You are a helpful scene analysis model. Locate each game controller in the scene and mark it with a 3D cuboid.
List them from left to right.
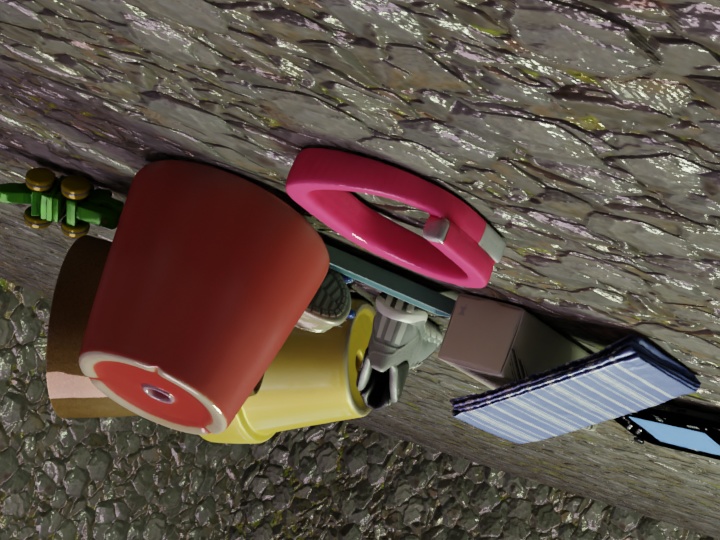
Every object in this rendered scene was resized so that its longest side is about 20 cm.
[{"bbox_3d":[0.348,0.172,1.653,0.104,0.043,0.199,27,169,-35],"label":"game controller"}]

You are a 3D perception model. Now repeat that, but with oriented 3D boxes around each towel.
[{"bbox_3d":[0.199,0.114,1.423,0.199,0.024,0.144,-21,151,29],"label":"towel"}]

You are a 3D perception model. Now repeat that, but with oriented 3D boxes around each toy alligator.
[{"bbox_3d":[-0.287,-0.071,1.613,0.198,0.060,0.054,13,-145,5],"label":"toy alligator"}]

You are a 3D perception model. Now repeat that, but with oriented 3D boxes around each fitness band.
[{"bbox_3d":[0.026,-0.036,1.146,0.142,0.038,0.200,16,169,29],"label":"fitness band"}]

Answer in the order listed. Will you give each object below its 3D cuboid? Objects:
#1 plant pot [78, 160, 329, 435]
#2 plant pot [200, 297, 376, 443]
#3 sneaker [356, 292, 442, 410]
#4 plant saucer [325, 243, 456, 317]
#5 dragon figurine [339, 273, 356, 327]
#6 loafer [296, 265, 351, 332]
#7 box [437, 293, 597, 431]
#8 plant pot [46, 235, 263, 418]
[{"bbox_3d":[-0.146,0.033,1.343,0.198,0.179,0.201,19,156,9],"label":"plant pot"},{"bbox_3d":[-0.082,0.099,1.744,0.187,0.203,0.201,1,165,20],"label":"plant pot"},{"bbox_3d":[0.033,0.098,1.675,0.074,0.117,0.200,18,170,14],"label":"sneaker"},{"bbox_3d":[0.000,0.000,1.464,0.198,0.019,0.070,24,176,-15],"label":"plant saucer"},{"bbox_3d":[-0.071,0.015,1.597,0.198,0.059,0.099,14,169,33],"label":"dragon figurine"},{"bbox_3d":[-0.101,0.005,1.511,0.199,0.076,0.069,28,141,9],"label":"loafer"},{"bbox_3d":[0.164,0.091,1.491,0.082,0.069,0.199,13,169,40],"label":"box"},{"bbox_3d":[-0.197,0.070,1.571,0.198,0.189,0.186,7,170,6],"label":"plant pot"}]
